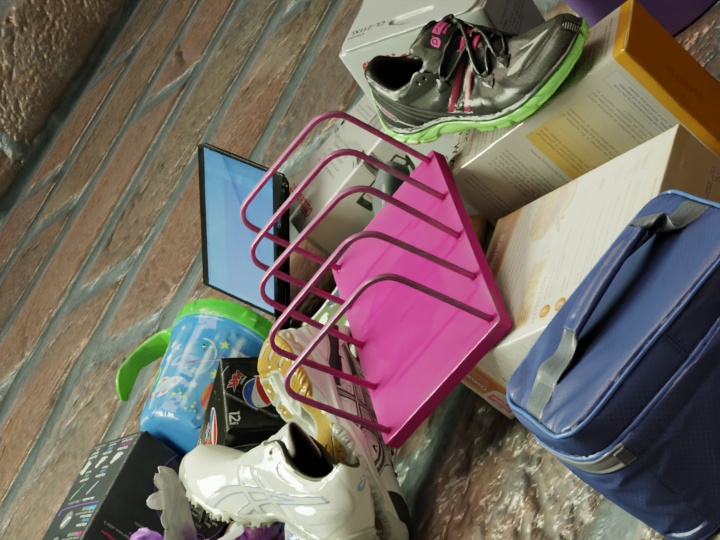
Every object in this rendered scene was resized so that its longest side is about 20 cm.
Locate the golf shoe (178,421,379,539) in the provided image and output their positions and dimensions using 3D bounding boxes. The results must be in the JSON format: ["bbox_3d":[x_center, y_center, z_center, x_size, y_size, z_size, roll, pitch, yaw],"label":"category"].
[{"bbox_3d":[-0.060,0.152,1.301,0.199,0.098,0.078,18,24,39],"label":"golf shoe"}]

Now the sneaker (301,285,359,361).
[{"bbox_3d":[-0.022,0.081,1.463,0.201,0.067,0.090,-60,43,34],"label":"sneaker"}]

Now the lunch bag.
[{"bbox_3d":[0.191,0.045,1.049,0.200,0.132,0.136,-53,20,-2],"label":"lunch bag"}]

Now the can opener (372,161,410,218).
[{"bbox_3d":[0.040,0.005,1.467,0.053,0.066,0.201,-34,53,41],"label":"can opener"}]

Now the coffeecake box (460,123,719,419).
[{"bbox_3d":[0.169,0.004,1.255,0.200,0.073,0.154,-28,32,48],"label":"coffeecake box"}]

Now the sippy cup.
[{"bbox_3d":[-0.141,0.119,1.631,0.177,0.140,0.131,-24,30,48],"label":"sippy cup"}]

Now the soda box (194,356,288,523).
[{"bbox_3d":[-0.099,0.148,1.466,0.200,0.063,0.071,111,154,-58],"label":"soda box"}]

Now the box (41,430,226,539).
[{"bbox_3d":[-0.224,0.267,1.589,0.106,0.122,0.201,-21,35,54],"label":"box"}]

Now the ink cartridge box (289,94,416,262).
[{"bbox_3d":[0.017,-0.107,1.767,0.200,0.084,0.146,-50,20,6],"label":"ink cartridge box"}]

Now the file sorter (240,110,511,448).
[{"bbox_3d":[0.000,0.000,1.290,0.139,0.125,0.201,-49,36,26],"label":"file sorter"}]

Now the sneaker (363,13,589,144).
[{"bbox_3d":[0.083,-0.154,1.310,0.199,0.084,0.077,-16,35,36],"label":"sneaker"}]

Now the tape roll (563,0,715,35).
[{"bbox_3d":[0.269,-0.299,1.550,0.200,0.085,0.200,-44,20,20],"label":"tape roll"}]

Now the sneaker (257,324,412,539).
[{"bbox_3d":[0.002,0.123,1.333,0.087,0.201,0.076,-15,-24,-34],"label":"sneaker"}]

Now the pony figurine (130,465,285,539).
[{"bbox_3d":[-0.147,0.250,1.418,0.199,0.167,0.193,-31,-4,6],"label":"pony figurine"}]

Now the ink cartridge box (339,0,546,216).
[{"bbox_3d":[0.099,-0.153,1.451,0.145,0.200,0.083,-13,39,34],"label":"ink cartridge box"}]

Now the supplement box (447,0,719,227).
[{"bbox_3d":[0.178,-0.102,1.345,0.200,0.126,0.074,-35,26,37],"label":"supplement box"}]

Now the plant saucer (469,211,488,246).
[{"bbox_3d":[0.051,-0.006,1.589,0.200,0.037,0.201,-43,22,21],"label":"plant saucer"}]

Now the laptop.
[{"bbox_3d":[-0.122,-0.007,1.744,0.200,0.102,0.178,-87,-2,-58],"label":"laptop"}]
